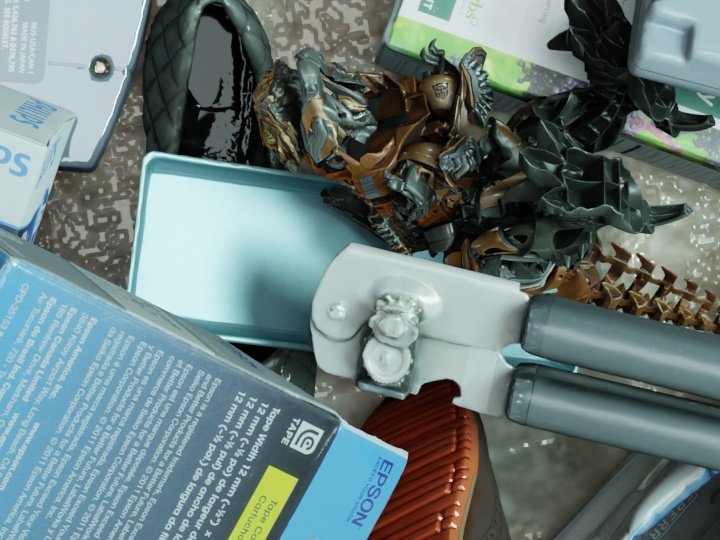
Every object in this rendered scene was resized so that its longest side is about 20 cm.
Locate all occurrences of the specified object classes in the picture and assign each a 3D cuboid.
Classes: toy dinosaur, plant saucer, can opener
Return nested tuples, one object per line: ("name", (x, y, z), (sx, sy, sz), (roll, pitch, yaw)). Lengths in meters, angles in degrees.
("toy dinosaur", (0.060, -0.036, 1.098), (0.199, 0.136, 0.103), (11, 60, -31))
("plant saucer", (0.000, 0.000, 1.147), (0.199, 0.019, 0.070), (7, 89, -24))
("can opener", (0.076, 0.032, 1.089), (0.199, 0.066, 0.053), (14, 105, 10))

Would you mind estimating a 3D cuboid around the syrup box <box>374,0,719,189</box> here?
("syrup box", (0.111, -0.090, 1.155), (0.199, 0.081, 0.079), (20, 87, -2))

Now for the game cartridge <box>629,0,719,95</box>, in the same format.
("game cartridge", (0.177, -0.143, 1.079), (0.132, 0.041, 0.201), (13, 61, -2))

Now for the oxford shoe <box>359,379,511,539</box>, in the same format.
("oxford shoe", (0.031, 0.125, 1.122), (0.071, 0.201, 0.073), (-26, 130, 27))

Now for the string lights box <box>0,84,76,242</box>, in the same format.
("string lights box", (-0.172, 0.029, 1.105), (0.059, 0.103, 0.201), (20, 99, -3))

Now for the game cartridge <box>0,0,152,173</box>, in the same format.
("game cartridge", (-0.147, -0.143, 1.163), (0.132, 0.040, 0.202), (5, 89, 0))

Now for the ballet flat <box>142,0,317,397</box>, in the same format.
("ballet flat", (-0.057, -0.016, 1.154), (0.066, 0.057, 0.202), (-9, 89, -3))

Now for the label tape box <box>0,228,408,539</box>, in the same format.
("label tape box", (-0.097, 0.085, 1.064), (0.199, 0.066, 0.144), (28, 93, -37))

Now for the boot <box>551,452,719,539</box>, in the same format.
("boot", (0.089, 0.143, 1.141), (0.073, 0.096, 0.200), (37, 87, -2))
